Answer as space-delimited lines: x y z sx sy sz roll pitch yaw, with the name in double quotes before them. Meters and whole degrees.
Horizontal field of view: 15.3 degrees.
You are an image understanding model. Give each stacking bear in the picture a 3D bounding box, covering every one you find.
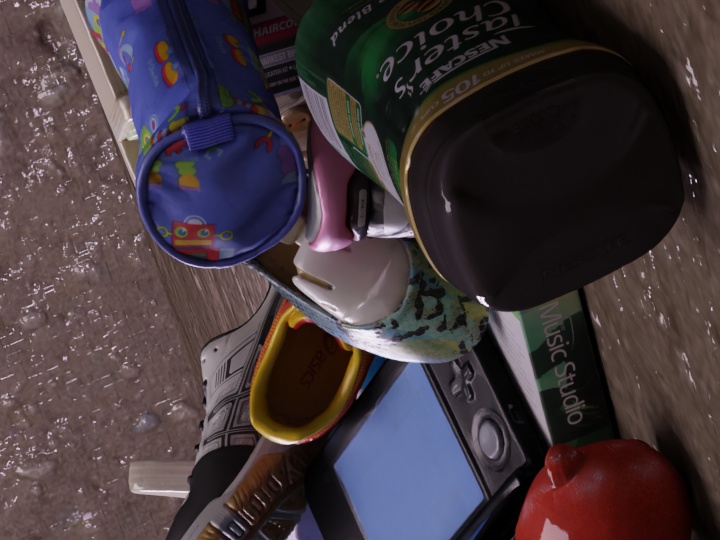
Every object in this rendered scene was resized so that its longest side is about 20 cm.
"stacking bear" 0.123 0.174 1.182 0.113 0.121 0.202 -26 73 47

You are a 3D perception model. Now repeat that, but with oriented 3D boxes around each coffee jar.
"coffee jar" 0.048 -0.060 1.056 0.086 0.104 0.200 69 172 -28

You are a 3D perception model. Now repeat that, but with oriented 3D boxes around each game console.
"game console" 0.003 0.138 1.336 0.177 0.116 0.200 64 144 24

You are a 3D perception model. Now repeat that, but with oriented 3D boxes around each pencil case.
"pencil case" -0.079 -0.087 1.248 0.200 0.077 0.087 -111 3 -54

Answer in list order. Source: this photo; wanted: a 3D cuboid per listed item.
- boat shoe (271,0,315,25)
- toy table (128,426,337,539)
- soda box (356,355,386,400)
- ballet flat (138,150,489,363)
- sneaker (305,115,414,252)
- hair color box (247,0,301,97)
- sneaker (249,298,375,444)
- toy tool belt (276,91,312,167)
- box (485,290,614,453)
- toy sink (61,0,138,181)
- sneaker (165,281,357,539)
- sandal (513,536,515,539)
"boat shoe" -0.034 -0.172 1.275 0.201 0.060 0.072 35 126 20
"toy table" -0.032 0.129 1.576 0.117 0.183 0.202 -9 65 46
"soda box" 0.036 0.140 1.472 0.068 0.064 0.202 -16 -69 -62
"ballet flat" -0.030 -0.016 1.299 0.199 0.074 0.074 29 154 23
"sneaker" 0.029 -0.068 1.263 0.200 0.095 0.080 -78 -14 -59
"hair color box" -0.065 -0.187 1.362 0.061 0.098 0.202 -23 -82 -68
"sneaker" 0.000 0.000 1.380 0.077 0.072 0.201 -50 -21 -82
"toy tool belt" -0.044 -0.116 1.457 0.200 0.124 0.123 59 177 44
"box" 0.081 0.031 1.333 0.144 0.036 0.201 -125 14 -57
"toy sink" -0.111 -0.152 1.707 0.112 0.129 0.201 154 94 -82
"sneaker" -0.061 0.083 1.475 0.087 0.201 0.076 27 165 24
"sandal" 0.099 0.172 1.503 0.080 0.054 0.201 85 161 -64
